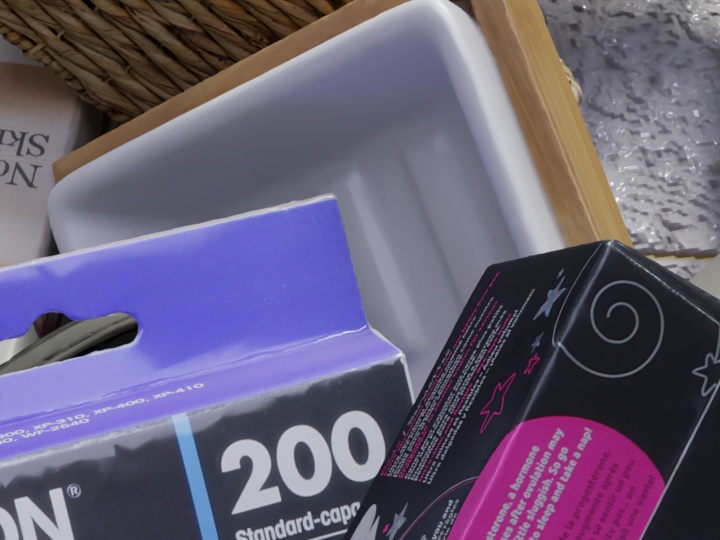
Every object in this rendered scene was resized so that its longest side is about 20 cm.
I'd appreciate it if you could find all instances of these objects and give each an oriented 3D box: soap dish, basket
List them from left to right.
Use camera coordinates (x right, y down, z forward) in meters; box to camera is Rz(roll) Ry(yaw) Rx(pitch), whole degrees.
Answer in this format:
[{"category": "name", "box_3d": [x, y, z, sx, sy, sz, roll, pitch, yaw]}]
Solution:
[{"category": "basket", "box_3d": [-0.025, -0.127, 0.788, 0.200, 0.149, 0.143, 35, 45, -31]}, {"category": "soap dish", "box_3d": [0.000, 0.000, 0.712, 0.081, 0.199, 0.158, -21, 88, -54]}]

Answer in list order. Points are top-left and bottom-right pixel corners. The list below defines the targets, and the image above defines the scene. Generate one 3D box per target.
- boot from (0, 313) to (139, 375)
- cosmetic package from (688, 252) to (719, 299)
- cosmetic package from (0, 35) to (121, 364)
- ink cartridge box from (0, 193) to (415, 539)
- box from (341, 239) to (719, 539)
[{"category": "boot", "box_3d": [-0.094, 0.122, 0.677, 0.203, 0.073, 0.154, -43, 64, 13]}, {"category": "cosmetic package", "box_3d": [0.150, 0.048, 0.741, 0.200, 0.073, 0.104, -40, 98, -23]}, {"category": "cosmetic package", "box_3d": [-0.153, -0.024, 0.805, 0.103, 0.088, 0.201, 5, 55, 3]}, {"category": "ink cartridge box", "box_3d": [-0.070, 0.091, 0.616, 0.197, 0.043, 0.201, -14, 87, -15]}, {"category": "box", "box_3d": [0.057, 0.111, 0.566, 0.132, 0.115, 0.201, 30, 82, -10]}]
